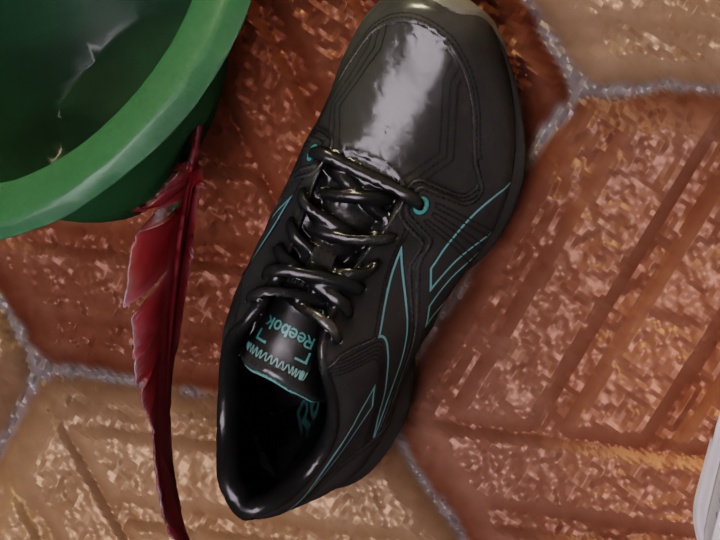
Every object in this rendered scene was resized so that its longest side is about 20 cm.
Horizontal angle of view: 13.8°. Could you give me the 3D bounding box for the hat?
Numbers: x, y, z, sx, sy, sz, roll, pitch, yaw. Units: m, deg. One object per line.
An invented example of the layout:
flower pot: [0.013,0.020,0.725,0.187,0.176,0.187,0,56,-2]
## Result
hat: [-0.067,-0.046,1.051,0.200,0.176,0.166,-42,48,11]

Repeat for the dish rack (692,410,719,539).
dish rack: [0.197,0.050,0.952,0.171,0.044,0.201,20,116,18]

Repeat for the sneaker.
sneaker: [0.000,0.000,1.007,0.075,0.079,0.201,24,116,16]
